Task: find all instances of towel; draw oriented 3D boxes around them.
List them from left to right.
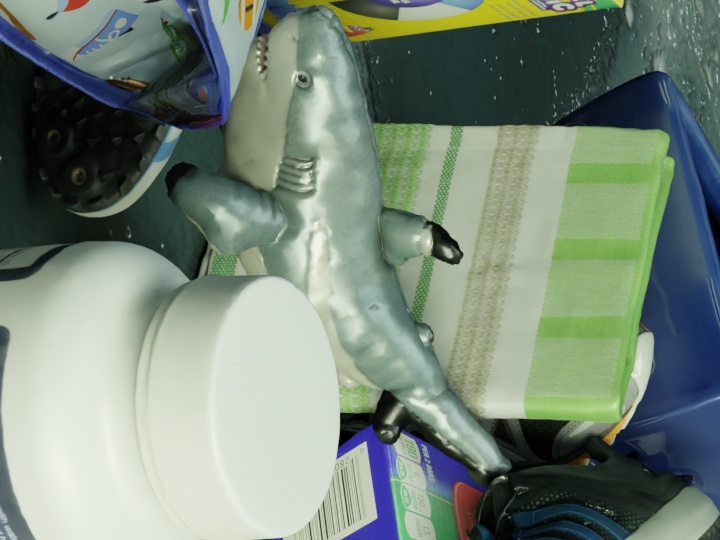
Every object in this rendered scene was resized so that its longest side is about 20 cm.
[{"bbox_3d":[0.027,0.002,1.183,0.031,0.199,0.150,66,32,-52],"label":"towel"}]

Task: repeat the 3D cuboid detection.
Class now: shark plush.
[{"bbox_3d":[0.000,0.000,1.084,0.201,0.083,0.091,64,21,0],"label":"shark plush"}]

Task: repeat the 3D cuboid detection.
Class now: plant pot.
[{"bbox_3d":[0.115,0.059,1.327,0.200,0.179,0.201,52,23,-47],"label":"plant pot"}]

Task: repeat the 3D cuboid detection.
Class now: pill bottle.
[{"bbox_3d":[-0.112,0.048,0.906,0.111,0.199,0.112,13,75,-61],"label":"pill bottle"}]

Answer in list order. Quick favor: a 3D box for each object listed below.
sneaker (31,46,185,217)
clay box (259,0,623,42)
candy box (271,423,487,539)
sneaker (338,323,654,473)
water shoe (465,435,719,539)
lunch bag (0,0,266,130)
[{"bbox_3d":[-0.082,-0.109,1.129,0.073,0.071,0.201,54,44,-59],"label":"sneaker"},{"bbox_3d":[0.027,-0.144,1.198,0.115,0.199,0.048,29,61,-57],"label":"clay box"},{"bbox_3d":[0.060,0.180,1.147,0.200,0.077,0.170,31,38,-41],"label":"candy box"},{"bbox_3d":[0.037,0.045,1.204,0.077,0.199,0.079,38,56,-42],"label":"sneaker"},{"bbox_3d":[0.067,0.123,1.087,0.200,0.079,0.072,-20,138,-56],"label":"water shoe"},{"bbox_3d":[-0.093,-0.172,1.026,0.200,0.123,0.171,42,52,-37],"label":"lunch bag"}]
